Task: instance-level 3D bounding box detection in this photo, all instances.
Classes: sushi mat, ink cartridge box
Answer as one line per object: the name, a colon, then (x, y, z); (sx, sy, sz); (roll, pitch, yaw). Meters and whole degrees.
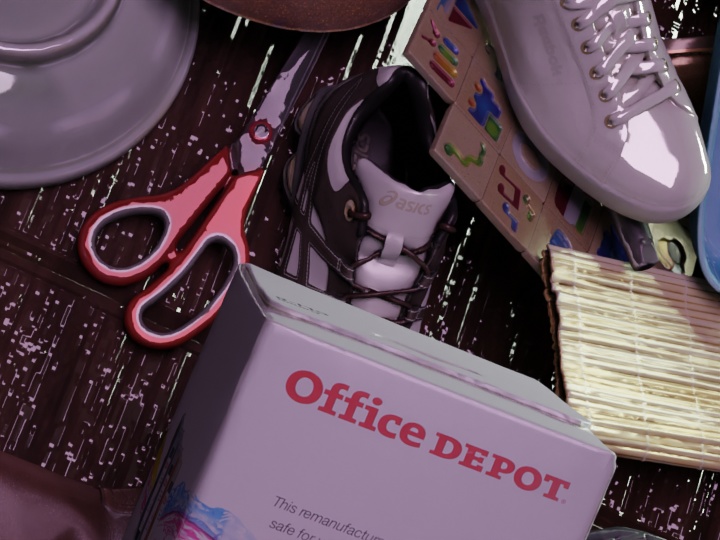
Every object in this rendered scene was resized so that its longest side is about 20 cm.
sushi mat: (0.156, 0.047, 1.194); (0.200, 0.012, 0.096); (11, 66, -43)
ink cartridge box: (-0.014, 0.119, 0.987); (0.145, 0.145, 0.200); (22, 96, -10)

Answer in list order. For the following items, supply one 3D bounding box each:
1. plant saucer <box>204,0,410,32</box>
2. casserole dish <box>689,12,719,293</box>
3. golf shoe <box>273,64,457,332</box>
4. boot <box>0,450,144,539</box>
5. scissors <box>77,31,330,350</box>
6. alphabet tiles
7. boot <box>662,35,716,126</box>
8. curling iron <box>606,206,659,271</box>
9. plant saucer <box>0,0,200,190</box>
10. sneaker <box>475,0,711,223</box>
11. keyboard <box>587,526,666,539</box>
plant saucer: (-0.045, -0.201, 1.196); (0.200, 0.034, 0.200); (18, 50, -22)
casserole dish: (0.215, -0.073, 1.210); (0.121, 0.039, 0.200); (3, 104, -19)
golf shoe: (0.000, 0.000, 1.144); (0.078, 0.094, 0.200); (6, 72, -21)
boot: (-0.117, 0.084, 1.070); (0.200, 0.064, 0.186); (17, 84, -12)
scissors: (-0.048, -0.049, 1.170); (0.073, 0.014, 0.200); (43, 71, 4)
alphabet tiles: (0.097, -0.062, 1.202); (0.200, 0.006, 0.166); (46, 41, -22)
boot: (0.209, -0.067, 1.260); (0.200, 0.074, 0.076); (13, 78, -27)
curling iron: (0.112, -0.095, 1.198); (0.050, 0.026, 0.200); (-11, 70, 2)
plant saucer: (-0.163, -0.138, 1.149); (0.200, 0.050, 0.200); (7, 70, -19)
sneaker: (0.100, -0.114, 1.143); (0.073, 0.085, 0.200); (-32, 87, -24)
keyboard: (0.083, 0.213, 1.103); (0.127, 0.021, 0.200); (-6, 99, -24)
